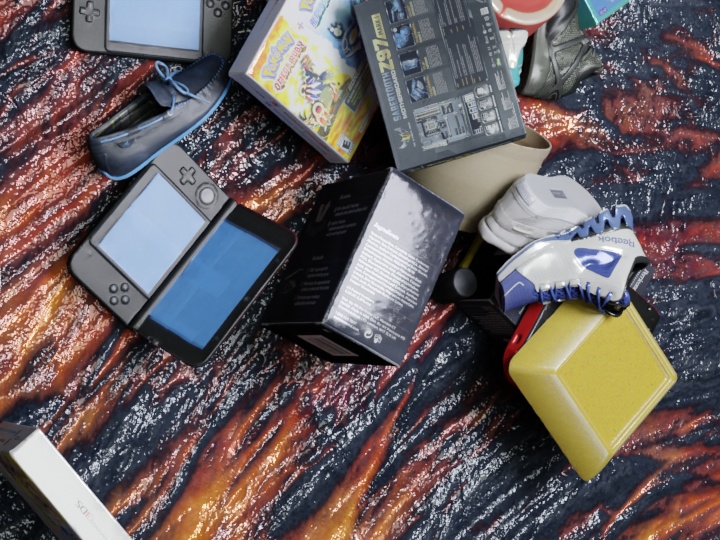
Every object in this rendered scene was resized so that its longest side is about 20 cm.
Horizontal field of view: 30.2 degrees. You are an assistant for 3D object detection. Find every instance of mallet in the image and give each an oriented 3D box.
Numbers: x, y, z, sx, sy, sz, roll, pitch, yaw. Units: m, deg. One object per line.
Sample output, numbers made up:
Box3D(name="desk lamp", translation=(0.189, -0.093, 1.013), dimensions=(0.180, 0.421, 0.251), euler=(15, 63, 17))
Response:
Box3D(name="mallet", translation=(0.160, -0.042, 1.736), dimensions=(0.041, 0.066, 0.201), euler=(39, 73, -17))

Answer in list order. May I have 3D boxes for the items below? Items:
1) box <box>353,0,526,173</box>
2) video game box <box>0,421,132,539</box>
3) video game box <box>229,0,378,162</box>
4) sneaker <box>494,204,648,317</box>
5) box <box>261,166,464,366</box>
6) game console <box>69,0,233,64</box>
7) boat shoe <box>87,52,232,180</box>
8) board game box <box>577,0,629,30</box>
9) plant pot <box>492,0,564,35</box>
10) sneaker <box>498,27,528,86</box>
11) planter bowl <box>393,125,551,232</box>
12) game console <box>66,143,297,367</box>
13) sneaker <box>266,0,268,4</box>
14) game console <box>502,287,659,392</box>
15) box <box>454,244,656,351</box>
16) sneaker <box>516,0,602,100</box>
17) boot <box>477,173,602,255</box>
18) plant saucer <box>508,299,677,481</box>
Box3D(name="box", translation=(0.091, -0.228, 1.533), dimensions=(0.156, 0.051, 0.203), euler=(-16, 88, 6))
Box3D(name="video game box", translation=(-0.319, 0.252, 1.437), dimensions=(0.047, 0.182, 0.201), euler=(-42, 105, -20))
Box3D(name="video game box", translation=(-0.039, -0.262, 1.581), dimensions=(0.182, 0.047, 0.202), euler=(37, 73, -33))
Box3D(name="sneaker", translation=(0.267, 0.011, 1.617), dimensions=(0.197, 0.081, 0.116), euler=(-27, 65, -5))
Box3D(name="box", translation=(0.000, 0.000, 1.587), dimensions=(0.117, 0.196, 0.202), euler=(29, 76, -21))
Box3D(name="game console", translation=(-0.225, -0.338, 1.539), dimensions=(0.197, 0.118, 0.174), euler=(2, 87, -24))
Box3D(name="boat shoe", translation=(-0.228, -0.188, 1.544), dimensions=(0.200, 0.084, 0.069), euler=(-48, 135, -21))
Box3D(name="board game box", translation=(0.318, -0.457, 1.838), dimensions=(0.151, 0.045, 0.202), euler=(-36, 102, -22))
Box3D(name="plant pot", translation=(0.161, -0.364, 1.689), dimensions=(0.198, 0.177, 0.204), euler=(1, 88, -26))
Box3D(name="sneaker", translation=(0.146, -0.241, 1.641), dimensions=(0.076, 0.200, 0.081), euler=(0, 86, -13))
Box3D(name="planter bowl", translation=(0.123, -0.132, 1.669), dimensions=(0.198, 0.201, 0.136), euler=(13, 110, -24))
Box3D(name="game console", translation=(-0.204, -0.022, 1.533), dimensions=(0.172, 0.118, 0.201), euler=(46, 70, -26))
Box3D(name="sneaker", translation=(-0.094, -0.281, 1.620), dimensions=(0.104, 0.075, 0.203), euler=(-23, 102, -29))
Box3D(name="game console", translation=(0.281, 0.090, 1.699), dimensions=(0.176, 0.031, 0.201), euler=(38, 74, -25))
Box3D(name="box", translation=(0.255, 0.021, 1.757), dimensions=(0.182, 0.104, 0.201), euler=(42, 72, -17))
Box3D(name="sneaker", translation=(0.274, -0.325, 1.794), dimensions=(0.113, 0.076, 0.203), euler=(10, 91, -27))
Box3D(name="boot", translation=(0.221, -0.064, 1.652), dimensions=(0.199, 0.095, 0.074), euler=(9, 47, -51))
Box3D(name="plant saucer", translation=(0.306, 0.129, 1.669), dimensions=(0.200, 0.048, 0.201), euler=(-44, 111, -22))
